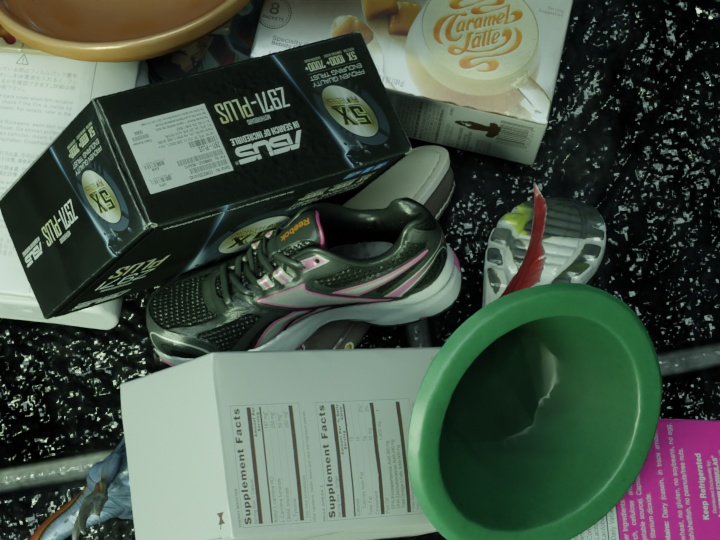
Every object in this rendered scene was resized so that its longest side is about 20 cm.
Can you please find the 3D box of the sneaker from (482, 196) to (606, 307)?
[{"bbox_3d":[0.108,0.036,1.518,0.074,0.085,0.200,16,52,14],"label":"sneaker"}]

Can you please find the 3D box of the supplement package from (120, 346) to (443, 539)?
[{"bbox_3d":[-0.030,0.109,1.401,0.200,0.114,0.110,0,78,-37],"label":"supplement package"}]

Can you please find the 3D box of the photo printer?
[{"bbox_3d":[-0.227,-0.068,1.526,0.166,0.069,0.200,5,74,4],"label":"photo printer"}]

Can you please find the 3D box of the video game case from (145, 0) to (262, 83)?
[{"bbox_3d":[-0.067,-0.170,1.589,0.181,0.026,0.200,-38,79,-12],"label":"video game case"}]

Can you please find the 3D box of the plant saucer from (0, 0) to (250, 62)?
[{"bbox_3d":[-0.150,-0.203,1.516,0.200,0.037,0.200,-5,48,6],"label":"plant saucer"}]

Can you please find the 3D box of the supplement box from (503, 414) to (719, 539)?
[{"bbox_3d":[0.181,0.157,1.448,0.200,0.101,0.104,3,57,-7],"label":"supplement box"}]

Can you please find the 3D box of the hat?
[{"bbox_3d":[0.074,0.063,1.407,0.200,0.176,0.166,-13,111,-27],"label":"hat"}]

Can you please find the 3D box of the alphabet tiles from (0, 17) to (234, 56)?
[{"bbox_3d":[-0.175,-0.202,1.553,0.200,0.008,0.167,5,50,9],"label":"alphabet tiles"}]

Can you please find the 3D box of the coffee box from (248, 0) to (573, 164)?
[{"bbox_3d":[0.034,-0.155,1.534,0.200,0.080,0.115,13,73,1],"label":"coffee box"}]

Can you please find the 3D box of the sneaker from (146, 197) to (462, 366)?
[{"bbox_3d":[-0.040,-0.004,1.434,0.200,0.086,0.080,-17,52,-2],"label":"sneaker"}]

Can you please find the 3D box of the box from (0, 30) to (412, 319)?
[{"bbox_3d":[-0.097,-0.058,1.424,0.200,0.164,0.086,-18,80,-35],"label":"box"}]

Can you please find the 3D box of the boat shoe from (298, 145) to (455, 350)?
[{"bbox_3d":[0.000,0.000,1.526,0.200,0.072,0.060,-50,124,-24],"label":"boat shoe"}]

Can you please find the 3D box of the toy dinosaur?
[{"bbox_3d":[-0.136,0.138,1.490,0.181,0.200,0.105,-28,116,11],"label":"toy dinosaur"}]
